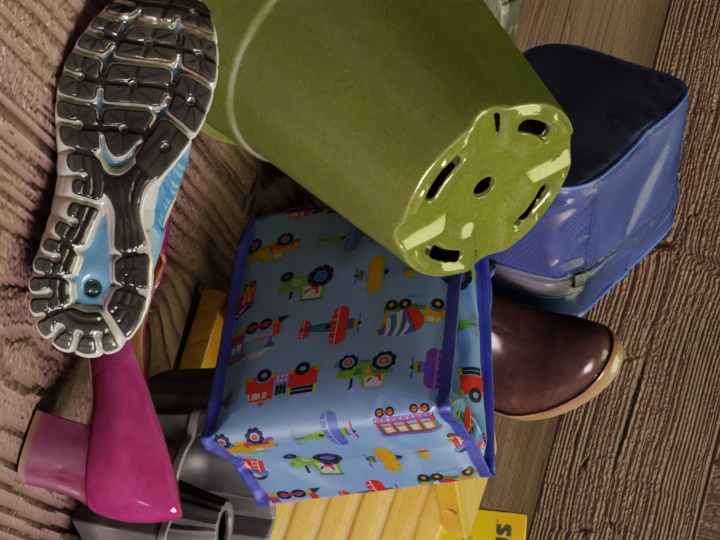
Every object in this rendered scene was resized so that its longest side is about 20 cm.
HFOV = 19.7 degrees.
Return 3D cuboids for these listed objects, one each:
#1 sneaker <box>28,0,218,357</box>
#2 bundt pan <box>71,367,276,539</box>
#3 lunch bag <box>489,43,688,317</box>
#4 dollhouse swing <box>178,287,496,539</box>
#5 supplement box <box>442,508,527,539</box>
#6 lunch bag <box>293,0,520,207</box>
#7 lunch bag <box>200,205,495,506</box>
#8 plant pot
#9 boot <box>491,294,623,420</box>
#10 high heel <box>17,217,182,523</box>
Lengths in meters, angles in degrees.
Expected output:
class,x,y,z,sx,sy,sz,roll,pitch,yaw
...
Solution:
class,x,y,z,sx,sy,sz,roll,pitch,yaw
sneaker,-0.131,-0.055,1.106,0.090,0.078,0.200,-178,-74,-85
bundt pan,-0.117,0.152,1.275,0.202,0.076,0.202,8,90,-74
lunch bag,0.132,-0.051,1.436,0.200,0.136,0.132,-38,139,-39
dollhouse swing,-0.035,0.145,1.375,0.182,0.200,0.176,77,34,-62
supplement box,0.064,0.243,1.646,0.200,0.109,0.109,104,-9,-82
lunch bag,0.025,-0.130,1.472,0.168,0.139,0.200,-48,149,-67
lunch bag,-0.002,0.026,1.244,0.094,0.150,0.200,57,30,-52
plant pot,0.021,-0.101,1.202,0.200,0.190,0.200,-27,143,-22
boot,0.052,0.032,1.347,0.166,0.200,0.072,37,62,-38
high heel,-0.115,0.042,1.162,0.067,0.096,0.200,56,49,-72
